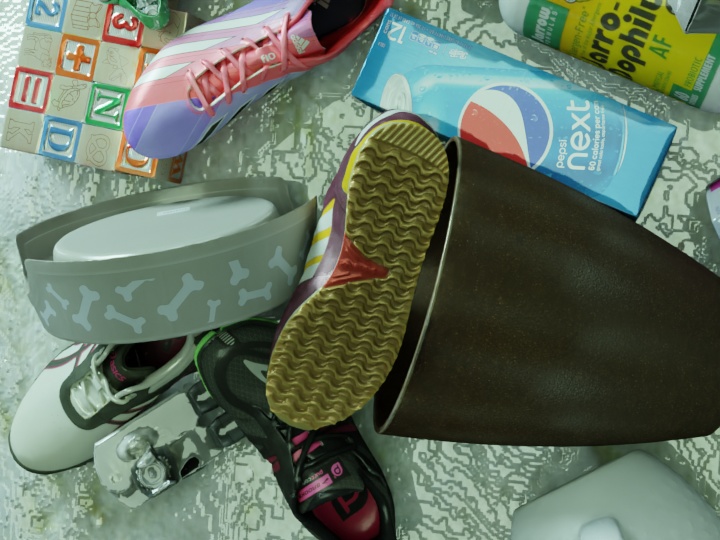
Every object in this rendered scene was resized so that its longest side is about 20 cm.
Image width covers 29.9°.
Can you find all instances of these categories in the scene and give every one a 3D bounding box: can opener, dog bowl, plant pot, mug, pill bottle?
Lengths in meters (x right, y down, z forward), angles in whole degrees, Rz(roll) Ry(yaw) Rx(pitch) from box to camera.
[{"bbox_3d":[-0.092,0.094,0.928,0.200,0.067,0.053,-32,85,-4],"label":"can opener"},{"bbox_3d":[-0.121,-0.009,0.861,0.200,0.200,0.059,-6,105,11],"label":"dog bowl"},{"bbox_3d":[0.128,0.033,0.830,0.200,0.187,0.187,14,93,-5],"label":"plant pot"},{"bbox_3d":[0.168,0.203,0.798,0.148,0.200,0.175,-28,78,5],"label":"mug"},{"bbox_3d":[0.157,-0.185,0.842,0.200,0.113,0.113,25,95,10],"label":"pill bottle"}]

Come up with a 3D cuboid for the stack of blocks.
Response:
[{"bbox_3d":[-0.166,-0.169,0.933,0.115,0.059,0.200,12,92,11],"label":"stack of blocks"}]

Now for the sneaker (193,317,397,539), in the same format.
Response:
[{"bbox_3d":[-0.030,0.110,0.863,0.077,0.084,0.200,-38,111,-3],"label":"sneaker"}]

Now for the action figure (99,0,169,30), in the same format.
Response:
[{"bbox_3d":[-0.173,-0.247,0.880,0.118,0.055,0.200,-28,88,7],"label":"action figure"}]

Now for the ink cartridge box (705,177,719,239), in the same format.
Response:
[{"bbox_3d":[0.264,0.040,0.805,0.042,0.119,0.200,-27,96,17],"label":"ink cartridge box"}]

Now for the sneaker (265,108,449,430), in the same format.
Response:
[{"bbox_3d":[0.000,0.000,0.816,0.075,0.090,0.200,23,103,-7],"label":"sneaker"}]

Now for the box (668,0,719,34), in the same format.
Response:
[{"bbox_3d":[0.236,-0.216,0.778,0.158,0.048,0.200,-3,50,-12],"label":"box"}]

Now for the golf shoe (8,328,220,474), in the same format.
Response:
[{"bbox_3d":[-0.173,0.071,0.922,0.200,0.088,0.077,-38,85,10],"label":"golf shoe"}]

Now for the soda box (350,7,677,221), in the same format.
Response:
[{"bbox_3d":[0.099,-0.100,0.876,0.200,0.068,0.064,24,94,10],"label":"soda box"}]

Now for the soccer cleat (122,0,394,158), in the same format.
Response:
[{"bbox_3d":[-0.066,-0.140,0.874,0.200,0.076,0.067,-36,114,-13],"label":"soccer cleat"}]
